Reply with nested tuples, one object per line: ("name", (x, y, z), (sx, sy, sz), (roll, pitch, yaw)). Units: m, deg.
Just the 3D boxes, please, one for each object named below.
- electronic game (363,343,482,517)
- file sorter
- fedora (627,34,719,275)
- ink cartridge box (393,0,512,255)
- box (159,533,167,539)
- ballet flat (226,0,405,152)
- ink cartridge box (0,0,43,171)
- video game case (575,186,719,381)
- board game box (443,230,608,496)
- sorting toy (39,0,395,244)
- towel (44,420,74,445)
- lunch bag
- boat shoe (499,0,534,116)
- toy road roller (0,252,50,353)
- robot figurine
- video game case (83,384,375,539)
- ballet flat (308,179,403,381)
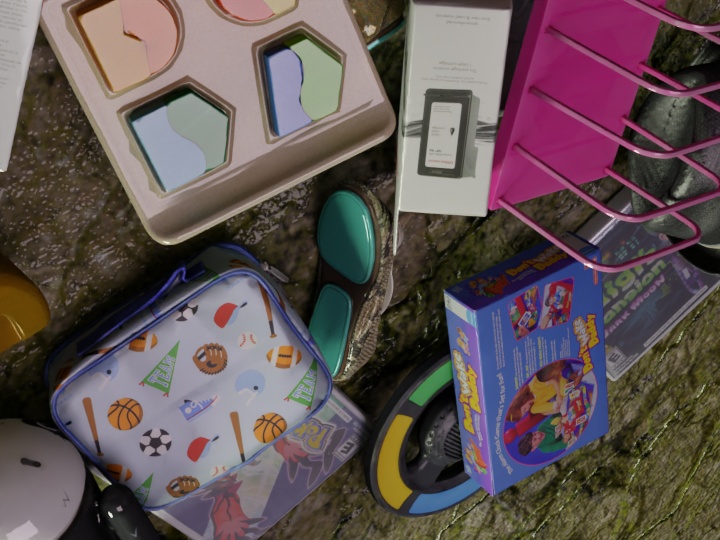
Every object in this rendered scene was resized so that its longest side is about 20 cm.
("electronic game", (0.088, 0.140, 1.220), (0.200, 0.042, 0.200), (-22, 132, -27))
("file sorter", (0.197, -0.117, 0.959), (0.139, 0.125, 0.200), (-18, 133, -38))
("fedora", (0.271, -0.095, 1.074), (0.092, 0.201, 0.201), (1, 122, -29))
("ink cartridge box", (0.062, -0.119, 0.962), (0.068, 0.116, 0.200), (4, 125, 0))
("box", (-0.187, 0.355, 1.144), (0.086, 0.164, 0.200), (-7, 126, -26))
("ballet flat", (-0.061, -0.140, 0.926), (0.200, 0.071, 0.071), (-39, 134, 1))
("ink cartridge box", (-0.241, -0.164, 0.785), (0.109, 0.050, 0.200), (11, 117, -19))
("video game case", (0.266, -0.007, 1.245), (0.200, 0.023, 0.182), (-44, 134, 4))
("board game box", (0.148, 0.081, 1.172), (0.134, 0.045, 0.200), (-24, 125, -23))
("sorting toy", (-0.091, -0.138, 0.863), (0.185, 0.036, 0.200), (-27, 110, -6))
("towel", (-0.299, 0.207, 1.065), (0.147, 0.022, 0.200), (-10, 129, -25))
("lunch bag", (-0.128, 0.075, 1.016), (0.200, 0.076, 0.160), (-35, 117, 0))
("boat shoe", (0.140, -0.196, 0.995), (0.072, 0.069, 0.200), (12, 116, -37))
("toy road roller", (-0.291, 0.012, 0.859), (0.146, 0.123, 0.200), (-36, 136, -24))
("robot figurine", (-0.242, 0.197, 0.993), (0.150, 0.125, 0.200), (-34, 136, -20))
("video game case", (-0.102, 0.146, 1.136), (0.182, 0.023, 0.200), (-41, 134, 2))
("ballet flat", (0.000, 0.000, 1.070), (0.075, 0.068, 0.200), (-30, 143, -39))
